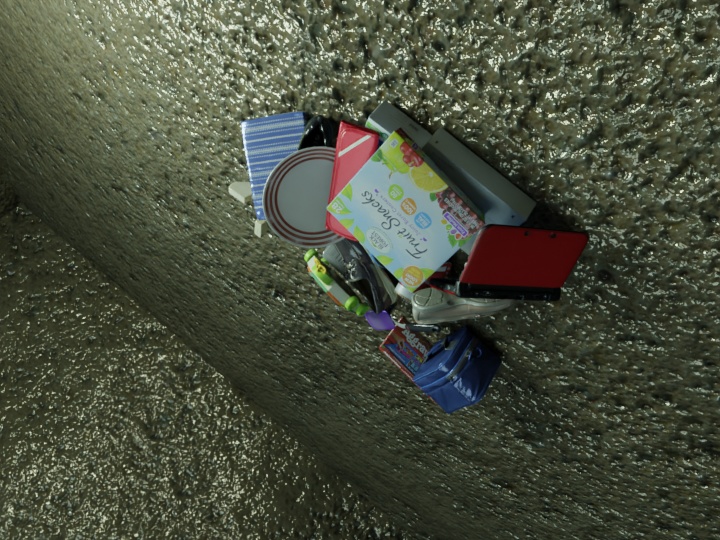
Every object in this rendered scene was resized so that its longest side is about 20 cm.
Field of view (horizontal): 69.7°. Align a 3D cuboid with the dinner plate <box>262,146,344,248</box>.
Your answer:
[{"bbox_3d":[-0.079,-0.131,0.937,0.024,0.197,0.202,-116,5,-51],"label":"dinner plate"}]

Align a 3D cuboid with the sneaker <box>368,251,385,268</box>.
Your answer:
[{"bbox_3d":[0.059,-0.077,0.927,0.082,0.071,0.202,18,136,21],"label":"sneaker"}]

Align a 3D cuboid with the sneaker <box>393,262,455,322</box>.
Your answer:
[{"bbox_3d":[0.162,0.032,1.064,0.199,0.114,0.071,26,-176,-44],"label":"sneaker"}]

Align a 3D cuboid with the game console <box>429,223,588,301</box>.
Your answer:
[{"bbox_3d":[0.237,-0.014,0.857,0.172,0.197,0.121,-159,73,-71],"label":"game console"}]

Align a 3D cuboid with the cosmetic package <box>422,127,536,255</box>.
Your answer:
[{"bbox_3d":[0.172,-0.121,0.878,0.199,0.052,0.151,40,150,4],"label":"cosmetic package"}]

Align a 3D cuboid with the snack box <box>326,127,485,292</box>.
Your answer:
[{"bbox_3d":[0.073,-0.095,0.833,0.200,0.068,0.169,45,113,-4],"label":"snack box"}]

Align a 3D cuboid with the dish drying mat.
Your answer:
[{"bbox_3d":[-0.018,-0.149,0.893,0.076,0.018,0.203,22,123,16],"label":"dish drying mat"}]

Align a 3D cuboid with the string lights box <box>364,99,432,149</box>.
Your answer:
[{"bbox_3d":[0.039,-0.193,0.930,0.102,0.059,0.200,37,148,2],"label":"string lights box"}]

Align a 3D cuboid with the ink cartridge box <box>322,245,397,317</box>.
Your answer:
[{"bbox_3d":[-0.003,0.008,1.190,0.198,0.043,0.200,43,-177,-6],"label":"ink cartridge box"}]

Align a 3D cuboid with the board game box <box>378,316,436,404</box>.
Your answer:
[{"bbox_3d":[0.145,0.222,1.278,0.200,0.103,0.019,45,148,-5],"label":"board game box"}]

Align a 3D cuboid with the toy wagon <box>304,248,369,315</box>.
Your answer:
[{"bbox_3d":[-0.059,0.022,1.077,0.155,0.040,0.200,47,-176,23],"label":"toy wagon"}]

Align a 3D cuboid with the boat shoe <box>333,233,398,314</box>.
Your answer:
[{"bbox_3d":[0.000,0.000,1.028,0.201,0.065,0.072,54,152,-18],"label":"boat shoe"}]

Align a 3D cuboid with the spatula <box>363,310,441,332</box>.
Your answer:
[{"bbox_3d":[0.087,0.111,1.065,0.198,0.021,0.057,4,132,49],"label":"spatula"}]

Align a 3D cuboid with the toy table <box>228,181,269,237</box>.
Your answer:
[{"bbox_3d":[-0.192,-0.163,1.170,0.182,0.117,0.202,29,145,20],"label":"toy table"}]

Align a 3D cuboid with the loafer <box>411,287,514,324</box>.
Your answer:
[{"bbox_3d":[0.196,0.064,0.991,0.196,0.072,0.064,-5,130,1],"label":"loafer"}]

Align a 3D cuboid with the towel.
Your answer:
[{"bbox_3d":[-0.159,-0.206,1.037,0.142,0.024,0.204,-5,101,15],"label":"towel"}]

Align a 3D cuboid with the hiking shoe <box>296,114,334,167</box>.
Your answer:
[{"bbox_3d":[-0.101,-0.188,0.962,0.074,0.101,0.204,11,101,1],"label":"hiking shoe"}]

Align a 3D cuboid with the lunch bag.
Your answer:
[{"bbox_3d":[0.211,0.220,1.169,0.132,0.136,0.200,39,148,2],"label":"lunch bag"}]
